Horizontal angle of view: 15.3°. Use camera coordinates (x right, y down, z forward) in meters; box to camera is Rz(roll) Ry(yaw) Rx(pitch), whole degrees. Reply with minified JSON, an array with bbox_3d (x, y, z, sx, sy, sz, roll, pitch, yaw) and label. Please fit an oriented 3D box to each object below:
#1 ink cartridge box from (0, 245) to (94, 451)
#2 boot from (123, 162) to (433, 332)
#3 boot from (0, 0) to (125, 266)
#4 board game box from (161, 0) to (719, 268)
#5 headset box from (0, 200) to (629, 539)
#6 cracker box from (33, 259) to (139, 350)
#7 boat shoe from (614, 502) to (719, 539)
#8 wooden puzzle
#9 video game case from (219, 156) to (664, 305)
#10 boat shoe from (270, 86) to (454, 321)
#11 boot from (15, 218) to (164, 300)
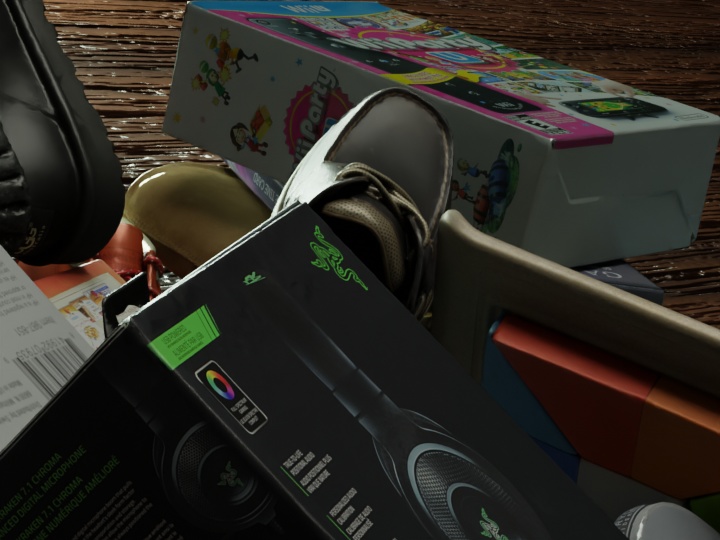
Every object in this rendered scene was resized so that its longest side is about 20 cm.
[{"bbox_3d":[-0.115,0.094,0.872,0.200,0.084,0.145,47,22,8],"label":"ink cartridge box"},{"bbox_3d":[0.011,0.011,1.193,0.174,0.066,0.200,15,11,-36],"label":"boot"},{"bbox_3d":[-0.194,-0.083,1.025,0.157,0.080,0.212,-5,52,-49],"label":"boot"},{"bbox_3d":[0.036,-0.063,1.185,0.199,0.065,0.147,21,17,33],"label":"board game box"},{"bbox_3d":[-0.012,0.084,0.830,0.200,0.093,0.174,46,21,3],"label":"headset box"},{"bbox_3d":[-0.070,0.089,1.008,0.200,0.058,0.134,41,20,11],"label":"cracker box"},{"bbox_3d":[0.151,0.165,0.984,0.200,0.057,0.069,46,41,-10],"label":"boat shoe"},{"bbox_3d":[0.103,0.086,1.020,0.199,0.186,0.037,26,49,22],"label":"wooden puzzle"},{"bbox_3d":[0.030,-0.023,1.187,0.142,0.019,0.200,6,17,-21],"label":"video game case"},{"bbox_3d":[0.000,0.000,1.018,0.074,0.073,0.201,29,50,-9],"label":"boat shoe"},{"bbox_3d":[-0.112,0.039,1.153,0.075,0.108,0.200,11,19,-30],"label":"boot"}]
